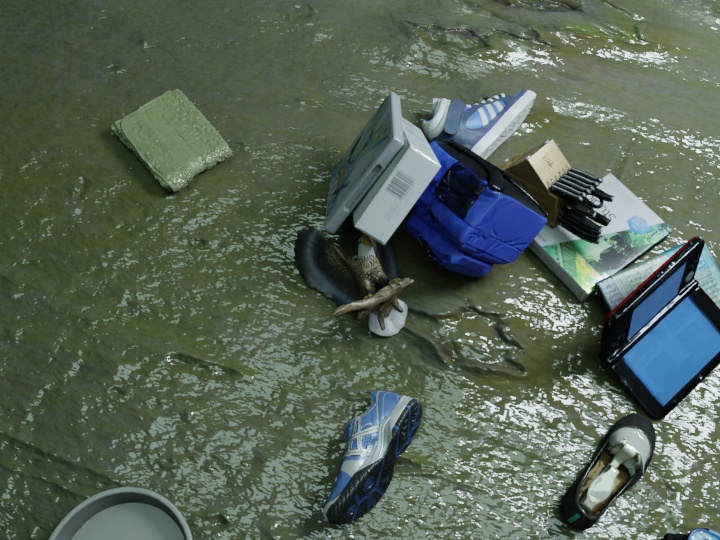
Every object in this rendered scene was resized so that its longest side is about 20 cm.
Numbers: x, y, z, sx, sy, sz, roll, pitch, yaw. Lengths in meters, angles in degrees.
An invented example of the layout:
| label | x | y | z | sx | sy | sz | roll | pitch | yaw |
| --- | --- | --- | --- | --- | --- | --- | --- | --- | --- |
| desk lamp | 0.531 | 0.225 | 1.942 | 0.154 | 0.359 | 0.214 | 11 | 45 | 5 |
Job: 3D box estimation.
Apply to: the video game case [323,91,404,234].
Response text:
| label | x | y | z | sx | sy | sz | roll | pitch | yaw |
| --- | --- | --- | --- | --- | --- | --- | --- | --- | --- |
| video game case | 0.004 | -0.174 | 1.029 | 0.022 | 0.182 | 0.200 | 31 | 29 | -17 |

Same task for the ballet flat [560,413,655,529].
| label | x | y | z | sx | sy | sz | roll | pitch | yaw |
| --- | --- | --- | --- | --- | --- | --- | --- | --- | --- |
| ballet flat | 0.350 | 0.270 | 0.889 | 0.068 | 0.068 | 0.200 | 38 | 68 | 18 |

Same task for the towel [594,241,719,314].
| label | x | y | z | sx | sy | sz | roll | pitch | yaw |
| --- | --- | --- | --- | --- | --- | --- | --- | --- | --- |
| towel | 0.480 | 0.047 | 1.017 | 0.200 | 0.022 | 0.147 | -22 | 78 | -10 |

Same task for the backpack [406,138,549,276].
| label | x | y | z | sx | sy | sz | roll | pitch | yaw |
| --- | --- | --- | --- | --- | --- | --- | --- | --- | --- |
| backpack | 0.152 | -0.103 | 1.021 | 0.168 | 0.162 | 0.200 | -49 | 49 | 15 |

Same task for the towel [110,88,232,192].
| label | x | y | z | sx | sy | sz | roll | pitch | yaw |
| --- | --- | --- | --- | --- | --- | --- | --- | --- | --- |
| towel | -0.338 | -0.237 | 1.174 | 0.148 | 0.037 | 0.200 | -38 | 68 | -18 |

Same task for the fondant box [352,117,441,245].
| label | x | y | z | sx | sy | sz | roll | pitch | yaw |
| --- | --- | --- | --- | --- | --- | --- | --- | --- | --- |
| fondant box | 0.045 | -0.146 | 1.005 | 0.058 | 0.144 | 0.200 | 30 | 21 | -16 |

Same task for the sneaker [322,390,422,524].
| label | x | y | z | sx | sy | sz | roll | pitch | yaw |
| --- | --- | --- | --- | --- | --- | --- | --- | --- | --- |
| sneaker | 0.007 | 0.256 | 0.906 | 0.077 | 0.076 | 0.200 | 20 | 62 | 35 |

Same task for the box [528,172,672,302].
| label | x | y | z | sx | sy | sz | roll | pitch | yaw |
| --- | --- | --- | --- | --- | --- | --- | --- | --- | --- |
| box | 0.390 | -0.058 | 1.079 | 0.200 | 0.036 | 0.144 | -34 | 67 | -14 |

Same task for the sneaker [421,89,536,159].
| label | x | y | z | sx | sy | sz | roll | pitch | yaw |
| --- | --- | --- | --- | --- | --- | --- | --- | --- | --- |
| sneaker | 0.204 | -0.287 | 1.173 | 0.146 | 0.081 | 0.200 | 41 | 75 | 14 |

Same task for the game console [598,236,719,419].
| label | x | y | z | sx | sy | sz | roll | pitch | yaw |
| --- | --- | --- | --- | --- | --- | --- | --- | --- | --- |
| game console | 0.455 | 0.083 | 0.938 | 0.200 | 0.173 | 0.119 | -39 | 54 | -13 |

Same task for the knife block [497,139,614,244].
| label | x | y | z | sx | sy | sz | roll | pitch | yaw |
| --- | --- | --- | --- | --- | --- | --- | --- | --- | --- |
| knife block | 0.312 | -0.116 | 1.070 | 0.064 | 0.200 | 0.176 | -38 | 98 | -20 |

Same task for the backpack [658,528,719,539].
| label | x | y | z | sx | sy | sz | roll | pitch | yaw |
| --- | --- | --- | --- | --- | --- | --- | --- | --- | --- |
| backpack | 0.460 | 0.423 | 0.766 | 0.200 | 0.147 | 0.183 | 23 | 67 | 9 |

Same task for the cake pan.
| label | x | y | z | sx | sy | sz | roll | pitch | yaw |
| --- | --- | --- | --- | --- | --- | --- | --- | --- | --- |
| cake pan | -0.312 | 0.387 | 0.847 | 0.200 | 0.037 | 0.201 | 0 | 63 | 0 |

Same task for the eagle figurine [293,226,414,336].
| label | x | y | z | sx | sy | sz | roll | pitch | yaw |
| --- | --- | --- | --- | --- | --- | --- | --- | --- | --- |
| eagle figurine | 0.002 | -0.007 | 1.021 | 0.151 | 0.151 | 0.200 | 18 | 19 | -34 |
